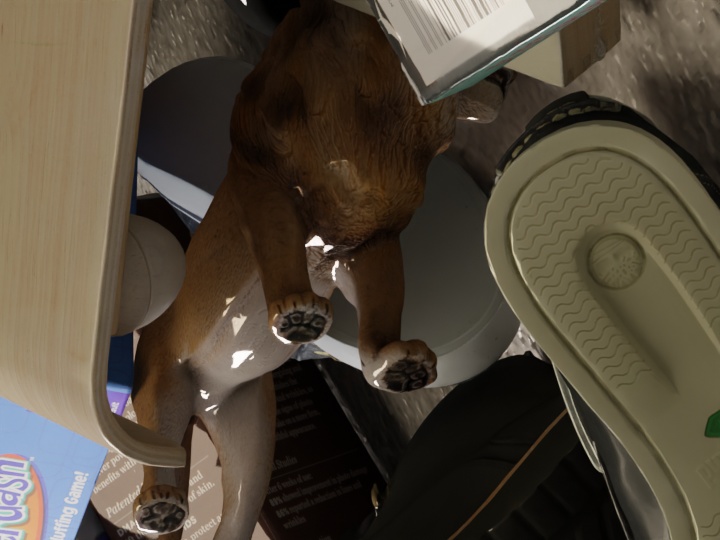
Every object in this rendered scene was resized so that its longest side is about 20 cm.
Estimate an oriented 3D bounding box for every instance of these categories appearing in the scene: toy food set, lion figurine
[{"bbox_3d":[-0.089,-0.061,0.652,0.143,0.060,0.201,21,110,39],"label":"toy food set"},{"bbox_3d":[-0.029,0.007,0.700,0.200,0.072,0.123,-48,36,33],"label":"lion figurine"}]

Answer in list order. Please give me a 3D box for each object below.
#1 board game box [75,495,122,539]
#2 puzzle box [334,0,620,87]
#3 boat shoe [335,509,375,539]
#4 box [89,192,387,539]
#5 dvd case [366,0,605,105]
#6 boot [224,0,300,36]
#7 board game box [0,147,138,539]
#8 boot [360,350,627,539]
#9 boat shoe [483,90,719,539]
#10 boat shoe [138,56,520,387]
[{"bbox_3d":[-0.086,0.129,0.968,0.096,0.030,0.200,45,-151,-18],"label":"board game box"},{"bbox_3d":[-0.022,-0.134,0.620,0.200,0.025,0.133,26,139,34],"label":"puzzle box"},{"bbox_3d":[0.069,0.155,0.849,0.200,0.075,0.093,36,168,50],"label":"boat shoe"},{"bbox_3d":[-0.058,0.071,0.974,0.200,0.075,0.100,60,-153,10],"label":"box"},{"bbox_3d":[0.013,-0.151,0.519,0.146,0.022,0.200,-31,87,49],"label":"dvd case"},{"bbox_3d":[-0.056,-0.165,0.711,0.144,0.072,0.200,43,160,39],"label":"boot"},{"bbox_3d":[-0.113,0.013,0.820,0.200,0.045,0.152,-94,21,-47],"label":"board game box"},{"bbox_3d":[0.010,0.099,0.703,0.078,0.200,0.138,59,168,-13],"label":"boot"},{"bbox_3d":[0.095,0.046,0.616,0.200,0.072,0.068,60,-174,-11],"label":"boat shoe"},{"bbox_3d":[0.000,0.000,0.809,0.200,0.071,0.091,39,164,49],"label":"boat shoe"}]
